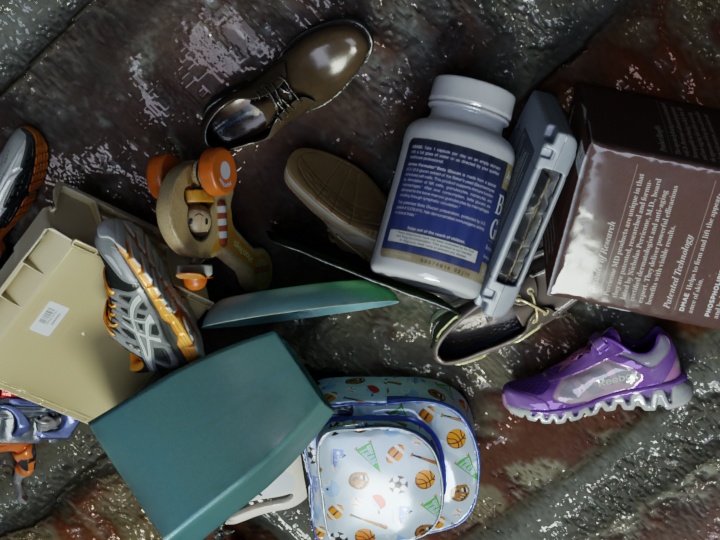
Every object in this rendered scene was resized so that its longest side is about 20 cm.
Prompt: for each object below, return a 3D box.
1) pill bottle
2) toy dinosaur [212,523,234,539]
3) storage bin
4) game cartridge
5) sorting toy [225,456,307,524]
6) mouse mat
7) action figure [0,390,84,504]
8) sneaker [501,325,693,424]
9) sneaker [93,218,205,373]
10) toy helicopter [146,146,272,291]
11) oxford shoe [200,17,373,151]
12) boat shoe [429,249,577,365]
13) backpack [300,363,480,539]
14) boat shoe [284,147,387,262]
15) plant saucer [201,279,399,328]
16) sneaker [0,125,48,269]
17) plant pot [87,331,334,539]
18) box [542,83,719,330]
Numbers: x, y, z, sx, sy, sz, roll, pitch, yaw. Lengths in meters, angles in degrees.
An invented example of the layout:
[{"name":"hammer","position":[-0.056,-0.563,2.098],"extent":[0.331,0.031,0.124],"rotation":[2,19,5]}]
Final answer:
[{"name":"pill bottle","position":[0.086,-0.081,1.581],"extent":[0.111,0.111,0.200],"rotation":[15,86,-4]},{"name":"toy dinosaur","position":[-0.135,0.328,1.852],"extent":[0.200,0.048,0.088],"rotation":[14,144,-2]},{"name":"storage bin","position":[-0.286,0.039,1.671],"extent":[0.198,0.094,0.200],"rotation":[27,116,-31]},{"name":"game cartridge","position":[0.155,-0.068,1.602],"extent":[0.041,0.133,0.200],"rotation":[17,114,-7]},{"name":"sorting toy","position":[-0.142,0.210,1.791],"extent":[0.200,0.107,0.180],"rotation":[-19,132,12]},{"name":"mouse mat","position":[0.000,0.000,1.636],"extent":[0.200,0.161,0.008],"rotation":[22,92,-7]},{"name":"action figure","position":[-0.410,0.162,1.771],"extent":[0.200,0.105,0.194],"rotation":[12,113,-30]},{"name":"sneaker","position":[0.245,0.104,1.716],"extent":[0.200,0.081,0.089],"rotation":[-9,108,3]},{"name":"sneaker","position":[-0.216,0.033,1.579],"extent":[0.077,0.078,0.200],"rotation":[-19,131,5]},{"name":"toy helicopter","position":[-0.143,-0.026,1.634],"extent":[0.079,0.132,0.200],"rotation":[-5,152,26]},{"name":"oxford shoe","position":[-0.070,-0.172,1.596],"extent":[0.200,0.084,0.073],"rotation":[-35,107,17]},{"name":"boat shoe","position":[0.161,0.038,1.694],"extent":[0.200,0.060,0.072],"rotation":[-27,110,15]},{"name":"backpack","position":[0.033,0.200,1.737],"extent":[0.190,0.154,0.200],"rotation":[-8,112,-4]},{"name":"boat shoe","position":[-0.001,-0.046,1.658],"extent":[0.200,0.074,0.069],"rotation":[35,141,-10]},{"name":"plant saucer","position":[-0.062,0.033,1.646],"extent":[0.200,0.200,0.027],"rotation":[-8,86,7]},{"name":"sneaker","position":[-0.394,-0.068,1.676],"extent":[0.092,0.076,0.200],"rotation":[32,106,8]},{"name":"plant pot","position":[-0.136,0.156,1.627],"extent":[0.200,0.141,0.141],"rotation":[-36,78,-1]},{"name":"box","position":[0.291,-0.062,1.578],"extent":[0.200,0.166,0.164],"rotation":[11,117,-1]}]
